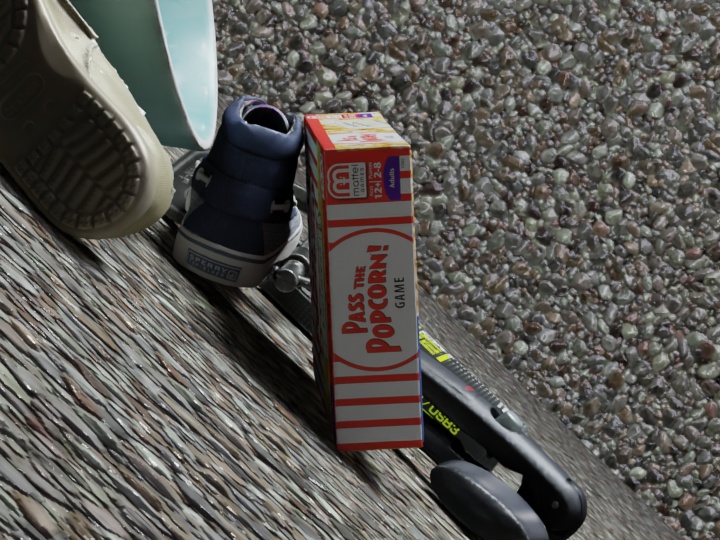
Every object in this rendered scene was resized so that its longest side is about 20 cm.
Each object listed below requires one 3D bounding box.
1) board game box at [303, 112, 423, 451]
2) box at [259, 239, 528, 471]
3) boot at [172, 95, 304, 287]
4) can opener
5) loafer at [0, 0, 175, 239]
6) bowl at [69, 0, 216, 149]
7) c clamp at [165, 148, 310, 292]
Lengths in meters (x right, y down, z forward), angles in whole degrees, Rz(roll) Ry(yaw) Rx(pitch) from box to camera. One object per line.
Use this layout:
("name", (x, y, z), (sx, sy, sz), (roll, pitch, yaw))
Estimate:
("board game box", (0.000, 0.000, 1.301), (0.200, 0.046, 0.152), (-117, -155, -81))
("box", (0.026, 0.060, 1.658), (0.193, 0.048, 0.200), (41, 4, 6))
("boot", (-0.057, -0.056, 1.409), (0.073, 0.090, 0.200), (20, 13, -5))
("can opener", (0.051, 0.089, 1.427), (0.200, 0.063, 0.079), (46, 4, 27))
("loafer", (-0.152, -0.086, 1.136), (0.200, 0.076, 0.068), (55, 6, 24))
("bowl", (-0.142, -0.154, 1.254), (0.201, 0.105, 0.201), (-7, 90, -85))
("c clamp", (-0.049, -0.025, 1.536), (0.171, 0.027, 0.200), (22, 17, -1))
